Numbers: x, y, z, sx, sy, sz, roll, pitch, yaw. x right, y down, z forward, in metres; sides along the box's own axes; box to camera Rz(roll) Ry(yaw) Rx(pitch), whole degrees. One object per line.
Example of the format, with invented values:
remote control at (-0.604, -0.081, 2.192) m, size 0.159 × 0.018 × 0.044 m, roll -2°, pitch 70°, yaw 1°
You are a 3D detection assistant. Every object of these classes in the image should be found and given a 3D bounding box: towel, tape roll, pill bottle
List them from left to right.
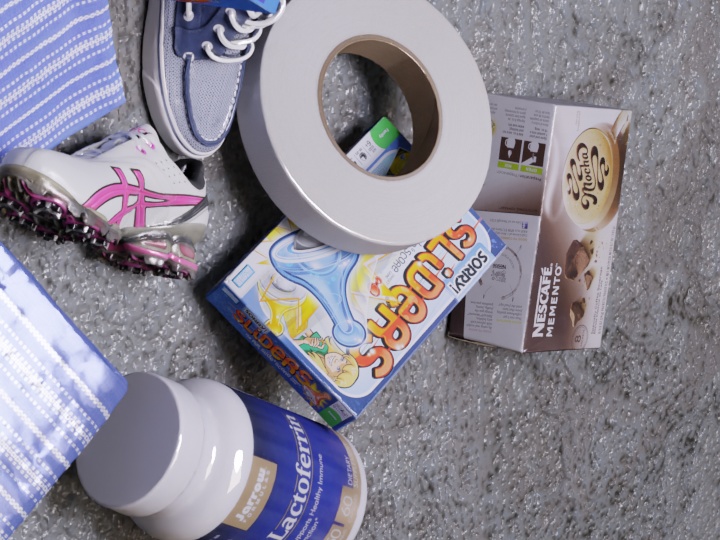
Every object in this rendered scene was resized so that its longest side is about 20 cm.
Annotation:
towel at (-0.248, 0.094, 1.369) m, size 0.145 × 0.024 × 0.200 m, roll 51°, pitch 62°, yaw -23°
towel at (-0.205, -0.142, 1.341) m, size 0.145 × 0.024 × 0.200 m, roll -41°, pitch 147°, yaw -31°
pill bottle at (-0.096, 0.140, 1.520) m, size 0.200 × 0.116 × 0.116 m, roll 26°, pitch 80°, yaw -49°
tape roll at (0.005, -0.112, 1.565) m, size 0.203 × 0.037 × 0.203 m, roll 9°, pitch 74°, yaw -32°

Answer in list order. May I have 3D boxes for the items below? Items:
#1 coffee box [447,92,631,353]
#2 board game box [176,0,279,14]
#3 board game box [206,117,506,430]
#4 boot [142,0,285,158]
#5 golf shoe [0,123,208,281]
coffee box at (0.145, -0.038, 1.775) m, size 0.113 × 0.080 × 0.200 m, roll 0°, pitch 100°, yaw -50°
board game box at (-0.088, -0.269, 1.391) m, size 0.045 × 0.152 × 0.200 m, roll 25°, pitch 81°, yaw -49°
board game box at (0.000, 0.000, 1.589) m, size 0.135 × 0.034 × 0.200 m, roll 46°, pitch 56°, yaw -6°
boot at (-0.091, -0.168, 1.460) m, size 0.073 × 0.090 × 0.200 m, roll -19°, pitch 114°, yaw -45°
golf shoe at (-0.167, -0.056, 1.421) m, size 0.200 × 0.073 × 0.092 m, roll 26°, pitch 74°, yaw -61°
